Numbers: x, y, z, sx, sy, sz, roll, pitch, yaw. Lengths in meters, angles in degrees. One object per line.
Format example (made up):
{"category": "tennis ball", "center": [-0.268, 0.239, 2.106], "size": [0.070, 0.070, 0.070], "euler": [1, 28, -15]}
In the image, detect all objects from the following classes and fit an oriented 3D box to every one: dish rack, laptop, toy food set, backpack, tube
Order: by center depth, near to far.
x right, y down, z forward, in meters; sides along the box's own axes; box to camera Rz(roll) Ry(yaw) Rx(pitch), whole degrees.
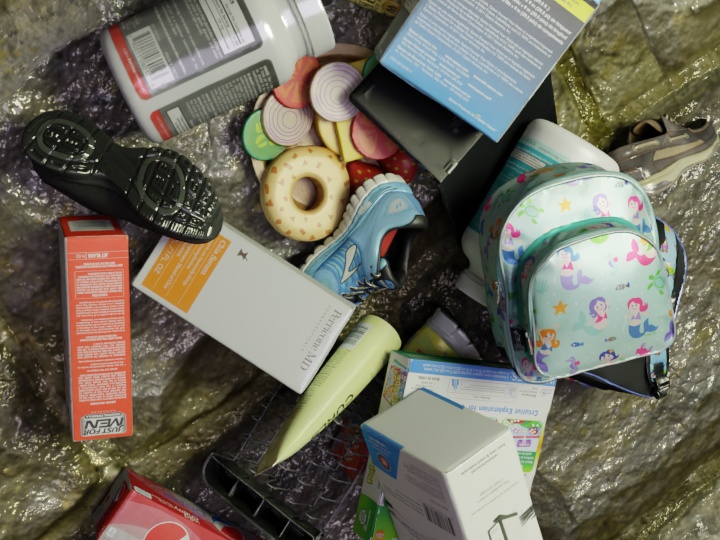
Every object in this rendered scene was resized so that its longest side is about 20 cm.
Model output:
{"category": "backpack", "center": [0.207, 0.000, 0.997], "size": [0.177, 0.151, 0.201], "euler": [-13, 101, -5]}
{"category": "tube", "center": [-0.035, 0.131, 1.049], "size": [0.200, 0.052, 0.058], "euler": [-47, 141, -27]}
{"category": "toy food set", "center": [-0.025, -0.140, 1.077], "size": [0.199, 0.049, 0.199], "euler": [-18, 109, -15]}
{"category": "dish rack", "center": [-0.059, 0.181, 1.099], "size": [0.201, 0.153, 0.055], "euler": [-58, 158, 1]}
{"category": "laptop", "center": [0.108, -0.166, 1.106], "size": [0.200, 0.116, 0.187], "euler": [42, 76, -4]}
{"category": "backpack", "center": [0.275, 0.028, 1.182], "size": [0.182, 0.134, 0.201], "euler": [19, 83, -25]}

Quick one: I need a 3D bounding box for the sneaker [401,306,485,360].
{"category": "sneaker", "center": [0.116, 0.139, 1.191], "size": [0.090, 0.078, 0.200], "euler": [-37, 107, 1]}

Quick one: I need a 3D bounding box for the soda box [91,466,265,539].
{"category": "soda box", "center": [-0.188, 0.296, 1.120], "size": [0.200, 0.063, 0.070], "euler": [35, 90, -23]}

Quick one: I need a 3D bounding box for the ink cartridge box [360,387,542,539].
{"category": "ink cartridge box", "center": [0.095, 0.233, 0.991], "size": [0.084, 0.146, 0.201], "euler": [-29, 114, -24]}

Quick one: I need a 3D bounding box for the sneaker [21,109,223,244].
{"category": "sneaker", "center": [-0.223, -0.081, 0.982], "size": [0.199, 0.091, 0.076], "euler": [28, 65, -1]}

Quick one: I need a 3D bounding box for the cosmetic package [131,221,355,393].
{"category": "cosmetic package", "center": [-0.114, 0.026, 1.033], "size": [0.199, 0.071, 0.102], "euler": [32, 91, 2]}

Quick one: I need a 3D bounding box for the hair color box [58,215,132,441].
{"category": "hair color box", "center": [-0.261, 0.054, 1.012], "size": [0.061, 0.101, 0.201], "euler": [-2, 105, -19]}

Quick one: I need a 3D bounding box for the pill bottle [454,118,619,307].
{"category": "pill bottle", "center": [0.182, -0.053, 1.108], "size": [0.111, 0.111, 0.201], "euler": [28, 98, -24]}

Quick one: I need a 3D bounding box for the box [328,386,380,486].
{"category": "box", "center": [0.078, 0.218, 1.178], "size": [0.199, 0.095, 0.100], "euler": [29, 91, -24]}

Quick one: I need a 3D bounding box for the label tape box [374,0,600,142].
{"category": "label tape box", "center": [0.127, -0.246, 0.975], "size": [0.143, 0.066, 0.200], "euler": [32, 105, -15]}

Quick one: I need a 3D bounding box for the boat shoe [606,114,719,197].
{"category": "boat shoe", "center": [0.345, -0.143, 1.169], "size": [0.200, 0.074, 0.074], "euler": [-33, 101, -44]}

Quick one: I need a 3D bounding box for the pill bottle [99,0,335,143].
{"category": "pill bottle", "center": [-0.132, -0.211, 0.971], "size": [0.199, 0.116, 0.116], "euler": [-25, 111, -4]}

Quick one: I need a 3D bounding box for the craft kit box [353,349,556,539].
{"category": "craft kit box", "center": [0.104, 0.192, 1.096], "size": [0.199, 0.048, 0.199], "euler": [9, 93, -30]}

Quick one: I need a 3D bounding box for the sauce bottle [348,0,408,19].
{"category": "sauce bottle", "center": [0.030, -0.286, 1.021], "size": [0.199, 0.065, 0.065], "euler": [20, 96, -3]}

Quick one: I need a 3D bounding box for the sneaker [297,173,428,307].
{"category": "sneaker", "center": [0.000, 0.000, 1.074], "size": [0.078, 0.090, 0.200], "euler": [5, 123, -49]}
